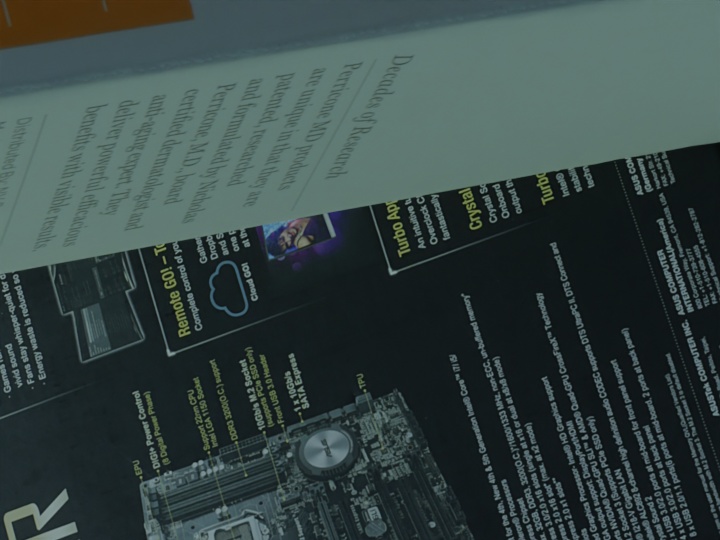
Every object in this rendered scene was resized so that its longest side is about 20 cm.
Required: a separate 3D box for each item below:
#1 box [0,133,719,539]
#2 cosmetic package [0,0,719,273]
[{"bbox_3d":[-0.009,-0.007,0.551,0.044,0.159,0.201,45,-154,-71],"label":"box"},{"bbox_3d":[-0.011,-0.067,0.469,0.071,0.199,0.102,124,130,-61],"label":"cosmetic package"}]
